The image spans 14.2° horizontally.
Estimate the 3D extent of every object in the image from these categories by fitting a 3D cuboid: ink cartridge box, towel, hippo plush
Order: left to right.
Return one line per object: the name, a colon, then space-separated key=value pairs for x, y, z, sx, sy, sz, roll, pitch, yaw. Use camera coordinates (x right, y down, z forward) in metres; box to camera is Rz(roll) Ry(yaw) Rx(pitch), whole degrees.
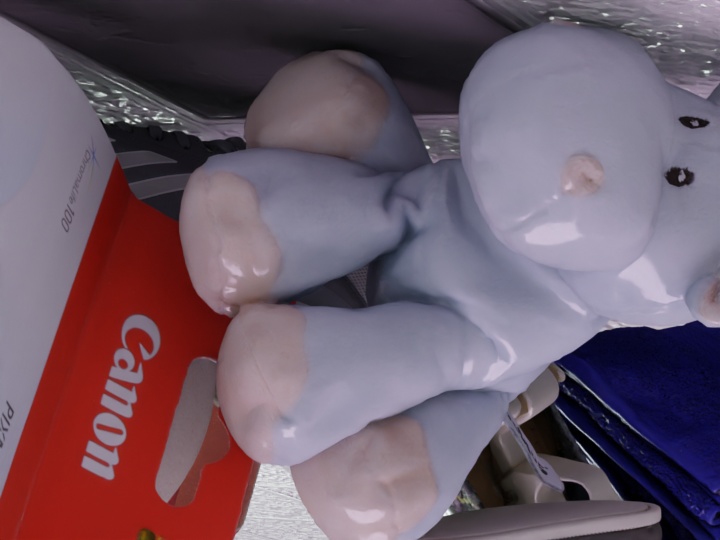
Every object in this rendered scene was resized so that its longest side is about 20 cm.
ink cartridge box: x=-0.107 y=0.006 z=0.905 sx=0.200 sy=0.160 sz=0.047 roll=30 pitch=137 yaw=-18
hippo plush: x=0.055 y=0.006 z=0.941 sx=0.161 sy=0.159 sz=0.200 roll=-19 pitch=135 yaw=42
towel: x=0.174 y=0.058 z=1.169 sx=0.200 sy=0.050 sz=0.148 roll=-8 pitch=-143 yaw=-36

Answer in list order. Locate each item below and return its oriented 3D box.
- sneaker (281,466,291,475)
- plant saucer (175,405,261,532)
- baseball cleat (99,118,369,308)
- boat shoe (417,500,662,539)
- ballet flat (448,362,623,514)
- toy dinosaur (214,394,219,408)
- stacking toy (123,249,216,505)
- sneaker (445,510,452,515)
sneaker: x=0.000 y=0.000 z=1.164 sx=0.200 sy=0.084 sz=0.121 roll=-33 pitch=120 yaw=33
plant saucer: x=-0.140 y=0.073 z=1.405 sx=0.200 sy=0.037 sz=0.200 roll=6 pitch=-150 yaw=5
baseball cleat: x=-0.074 y=-0.031 z=1.077 sx=0.200 sy=0.106 sz=0.070 roll=36 pitch=159 yaw=7
boat shoe: x=0.013 y=0.121 z=1.023 sx=0.200 sy=0.057 sz=0.067 roll=-11 pitch=-177 yaw=14
ballet flat: x=0.062 y=0.069 z=1.089 sx=0.074 sy=0.200 sz=0.074 roll=-32 pitch=-174 yaw=3
toy dinosaur: x=-0.079 y=0.032 z=1.120 sx=0.047 sy=0.088 sz=0.200 roll=18 pitch=-156 yaw=-51
stacking toy: x=-0.112 y=0.079 z=1.050 sx=0.146 sy=0.146 sz=0.200 roll=5 pitch=152 yaw=10
sneaker: x=0.043 y=0.064 z=1.259 sx=0.075 sy=0.089 sz=0.200 roll=17 pitch=-160 yaw=-11
